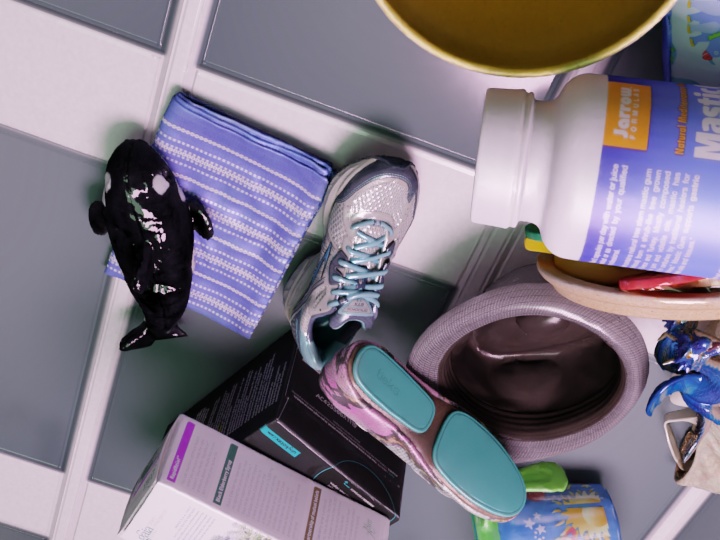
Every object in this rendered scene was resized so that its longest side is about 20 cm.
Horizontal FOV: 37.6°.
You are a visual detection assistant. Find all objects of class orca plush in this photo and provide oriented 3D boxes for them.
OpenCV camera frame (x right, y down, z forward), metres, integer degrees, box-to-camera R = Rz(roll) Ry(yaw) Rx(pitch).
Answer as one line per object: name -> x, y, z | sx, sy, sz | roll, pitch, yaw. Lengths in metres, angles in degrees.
orca plush -> -0.183, -0.003, 0.859 | 0.105, 0.071, 0.201 | 18, 128, -1

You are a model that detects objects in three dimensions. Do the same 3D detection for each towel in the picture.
towel -> -0.119, -0.039, 0.873 | 0.144, 0.024, 0.200 | 25, 126, -8

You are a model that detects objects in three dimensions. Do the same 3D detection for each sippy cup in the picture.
sippy cup -> 0.174, 0.256, 0.986 | 0.129, 0.140, 0.178 | -10, 163, 3

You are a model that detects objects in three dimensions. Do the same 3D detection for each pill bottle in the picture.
pill bottle -> 0.169, -0.057, 0.629 | 0.199, 0.112, 0.113 | 8, 127, 7

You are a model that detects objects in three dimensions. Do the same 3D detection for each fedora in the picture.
fedora -> 0.138, 0.063, 0.866 | 0.177, 0.091, 0.200 | 36, 130, -15

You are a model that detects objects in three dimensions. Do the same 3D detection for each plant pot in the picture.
plant pot -> 0.098, -0.237, 0.623 | 0.199, 0.142, 0.201 | 4, 127, 5

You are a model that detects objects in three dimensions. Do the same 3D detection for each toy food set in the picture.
toy food set -> 0.221, -0.012, 0.741 | 0.199, 0.197, 0.049 | 12, 111, 43

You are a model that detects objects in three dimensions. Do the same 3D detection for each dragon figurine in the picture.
dragon figurine -> 0.248, 0.082, 0.796 | 0.099, 0.059, 0.200 | 13, 153, 2

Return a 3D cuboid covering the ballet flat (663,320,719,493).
ballet flat -> 0.290, 0.119, 0.903 | 0.062, 0.068, 0.201 | 1, 126, 20

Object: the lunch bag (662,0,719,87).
lunch bag -> 0.292, -0.138, 0.676 | 0.199, 0.128, 0.171 | -10, 125, 4

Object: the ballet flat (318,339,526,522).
ballet flat -> 0.047, 0.131, 0.853 | 0.200, 0.069, 0.071 | 41, 147, -14

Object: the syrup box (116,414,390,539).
syrup box -> -0.083, 0.206, 0.851 | 0.199, 0.082, 0.079 | 29, 123, -11

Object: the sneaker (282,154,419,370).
sneaker -> 0.000, 0.000, 0.837 | 0.077, 0.087, 0.201 | 8, 132, -20

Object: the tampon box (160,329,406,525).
tampon box -> -0.076, 0.178, 0.960 | 0.150, 0.127, 0.200 | 41, 122, -20
